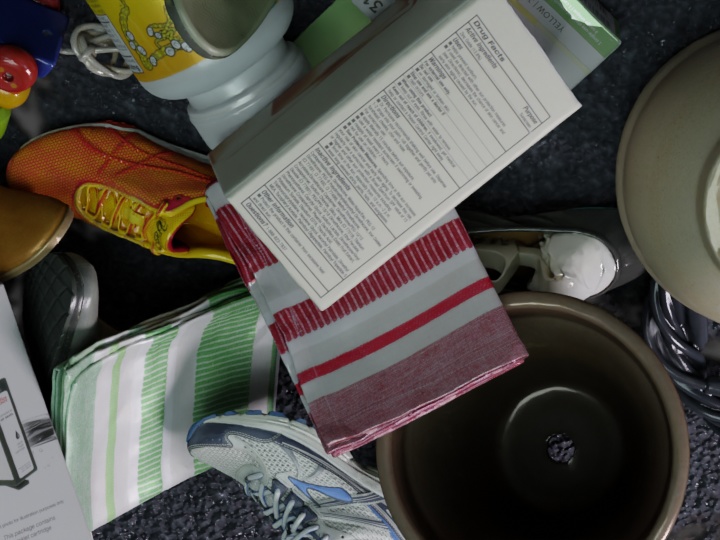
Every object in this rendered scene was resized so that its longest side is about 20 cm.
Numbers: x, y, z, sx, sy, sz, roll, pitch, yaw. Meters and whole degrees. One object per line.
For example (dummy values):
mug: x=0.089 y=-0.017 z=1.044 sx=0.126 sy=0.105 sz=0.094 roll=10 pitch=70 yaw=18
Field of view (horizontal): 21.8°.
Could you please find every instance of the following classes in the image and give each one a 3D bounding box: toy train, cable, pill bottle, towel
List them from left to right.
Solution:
toy train: x=-0.231 y=-0.126 z=1.228 sx=0.199 sy=0.085 sz=0.116 roll=22 pitch=136 yaw=-14
towel: x=-0.129 y=0.092 z=1.283 sx=0.023 sy=0.199 sz=0.153 roll=29 pitch=128 yaw=33
pill bottle: x=-0.111 y=-0.178 z=1.157 sx=0.112 sy=0.113 sz=0.201 roll=-24 pitch=113 yaw=18
towel: x=0.000 y=0.000 z=1.191 sx=0.143 sy=0.023 sz=0.201 roll=-28 pitch=80 yaw=9
cable: x=0.274 y=0.033 z=1.280 sx=0.163 sy=0.051 sz=0.200 roll=-31 pitch=113 yaw=27

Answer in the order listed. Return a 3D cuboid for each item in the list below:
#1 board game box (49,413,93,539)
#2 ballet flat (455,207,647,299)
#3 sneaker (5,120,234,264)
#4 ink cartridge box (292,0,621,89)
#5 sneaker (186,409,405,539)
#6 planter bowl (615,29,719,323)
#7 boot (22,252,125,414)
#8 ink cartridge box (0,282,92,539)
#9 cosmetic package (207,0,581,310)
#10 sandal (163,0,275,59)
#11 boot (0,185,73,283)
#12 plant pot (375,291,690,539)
board game box: x=-0.266 y=0.122 z=1.330 sx=0.199 sy=0.019 sz=0.104 roll=19 pitch=131 yaw=42
ballet flat: x=0.107 y=-0.003 z=1.256 sx=0.198 sy=0.069 sz=0.068 roll=1 pitch=127 yaw=4
sneaker: x=-0.144 y=-0.050 z=1.255 sx=0.199 sy=0.077 sz=0.073 roll=10 pitch=121 yaw=6
ink cartridge box: x=0.047 y=-0.136 z=1.204 sx=0.145 sy=0.048 sz=0.200 roll=41 pitch=114 yaw=-16
sneaker: x=-0.030 y=0.160 z=1.279 sx=0.199 sy=0.086 sz=0.077 roll=23 pitch=155 yaw=-4
planter bowl: x=0.261 y=-0.050 z=1.147 sx=0.199 sy=0.135 sz=0.202 roll=1 pitch=100 yaw=4
boot: x=-0.164 y=0.050 z=1.292 sx=0.130 sy=0.068 sz=0.201 roll=-11 pitch=143 yaw=-23
ink cartridge box: x=-0.266 y=0.123 z=1.232 sx=0.146 sy=0.084 sz=0.201 roll=-20 pitch=90 yaw=53
cosmetic package: x=0.018 y=-0.084 z=1.125 sx=0.200 sy=0.087 sz=0.104 roll=-37 pitch=115 yaw=4
sandal: x=-0.046 y=-0.211 z=1.098 sx=0.080 sy=0.201 sz=0.057 roll=46 pitch=159 yaw=-27
boot: x=-0.297 y=-0.057 z=1.241 sx=0.200 sy=0.071 sz=0.144 roll=-7 pitch=131 yaw=40
plant pot: x=0.126 y=0.118 z=1.250 sx=0.199 sy=0.175 sz=0.202 roll=-1 pitch=85 yaw=15
